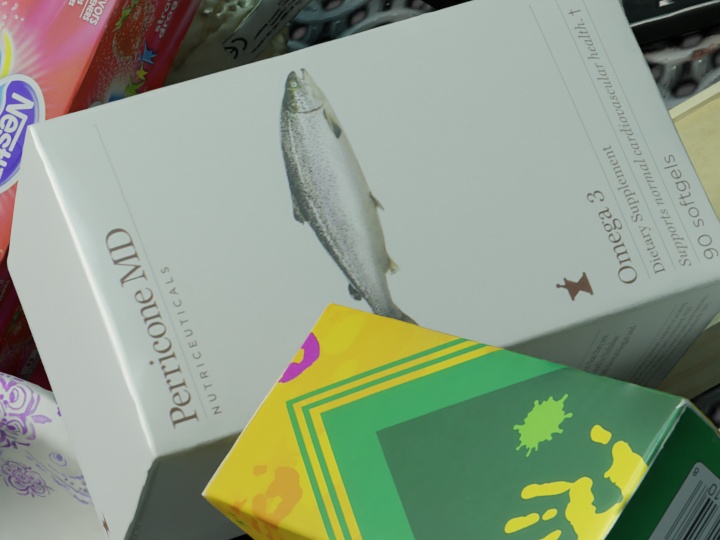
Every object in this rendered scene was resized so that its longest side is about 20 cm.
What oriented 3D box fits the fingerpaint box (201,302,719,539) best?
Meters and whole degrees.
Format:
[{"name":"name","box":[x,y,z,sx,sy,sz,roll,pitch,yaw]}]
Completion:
[{"name":"fingerpaint box","box":[0.078,0.105,0.764,0.074,0.200,0.167,-56,32,-13]}]

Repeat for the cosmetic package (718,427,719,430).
[{"name":"cosmetic package","box":[0.200,0.090,0.823,0.113,0.081,0.200,-42,39,-22]}]

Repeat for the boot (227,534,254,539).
[{"name":"boot","box":[-0.019,0.021,1.000,0.131,0.070,0.200,-23,52,-20]}]

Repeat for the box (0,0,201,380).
[{"name":"box","box":[-0.144,-0.062,1.068,0.095,0.100,0.201,26,96,12]}]

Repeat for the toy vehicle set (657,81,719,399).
[{"name":"toy vehicle set","box":[0.098,0.005,1.041,0.199,0.027,0.124,-30,37,3]}]

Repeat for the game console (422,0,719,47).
[{"name":"game console","box":[0.085,-0.193,1.204,0.175,0.117,0.201,-14,40,22]}]

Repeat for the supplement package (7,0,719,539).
[{"name":"supplement package","box":[0.000,0.000,0.882,0.199,0.117,0.117,-17,73,-17]}]

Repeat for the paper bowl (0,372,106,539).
[{"name":"paper bowl","box":[-0.152,0.132,0.946,0.200,0.201,0.104,-37,3,-8]}]

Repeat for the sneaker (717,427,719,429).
[{"name":"sneaker","box":[0.048,0.116,0.918,0.199,0.074,0.088,-31,28,-17]}]

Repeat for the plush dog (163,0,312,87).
[{"name":"plush dog","box":[-0.098,-0.122,1.236,0.160,0.201,0.172,-6,41,-22]}]

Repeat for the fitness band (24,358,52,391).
[{"name":"fitness band","box":[-0.108,0.078,1.074,0.199,0.038,0.144,-21,29,23]}]
